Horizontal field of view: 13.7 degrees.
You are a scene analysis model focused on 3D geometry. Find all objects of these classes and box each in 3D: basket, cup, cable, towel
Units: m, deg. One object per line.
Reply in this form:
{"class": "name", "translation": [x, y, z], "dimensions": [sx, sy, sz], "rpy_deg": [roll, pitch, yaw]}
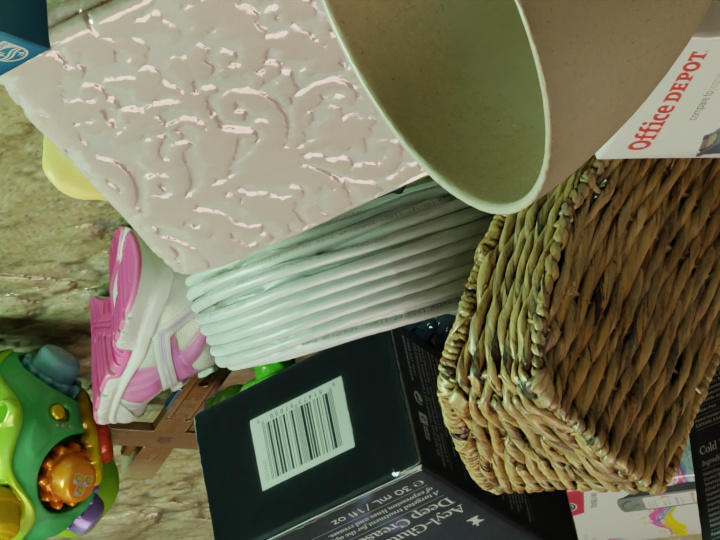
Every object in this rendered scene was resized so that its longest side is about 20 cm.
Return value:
{"class": "basket", "translation": [0.109, 0.010, 1.645], "dimensions": [0.143, 0.200, 0.149], "rpy_deg": [38, 156, -30]}
{"class": "cup", "translation": [0.082, -0.145, 1.354], "dimensions": [0.143, 0.201, 0.200], "rpy_deg": [-27, 165, -21]}
{"class": "cable", "translation": [0.000, 0.000, 1.717], "dimensions": [0.199, 0.069, 0.200], "rpy_deg": [-20, -177, -17]}
{"class": "towel", "translation": [-0.062, -0.090, 1.526], "dimensions": [0.191, 0.032, 0.200], "rpy_deg": [-23, 136, 17]}

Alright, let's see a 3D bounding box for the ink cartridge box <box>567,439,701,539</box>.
{"class": "ink cartridge box", "translation": [0.208, 0.136, 2.162], "dimensions": [0.199, 0.086, 0.148], "rpy_deg": [-6, 158, 3]}

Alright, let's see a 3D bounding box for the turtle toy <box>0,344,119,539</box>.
{"class": "turtle toy", "translation": [-0.209, 0.120, 1.943], "dimensions": [0.101, 0.146, 0.200], "rpy_deg": [-9, 159, -4]}

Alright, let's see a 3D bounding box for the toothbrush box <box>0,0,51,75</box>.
{"class": "toothbrush box", "translation": [-0.231, -0.167, 1.240], "dimensions": [0.085, 0.147, 0.200], "rpy_deg": [-23, 153, 35]}

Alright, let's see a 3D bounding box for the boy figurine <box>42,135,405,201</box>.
{"class": "boy figurine", "translation": [-0.073, -0.067, 1.630], "dimensions": [0.199, 0.065, 0.124], "rpy_deg": [-3, 158, -6]}

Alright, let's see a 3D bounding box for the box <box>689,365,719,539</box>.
{"class": "box", "translation": [0.318, 0.116, 2.015], "dimensions": [0.104, 0.183, 0.200], "rpy_deg": [-25, 151, 38]}

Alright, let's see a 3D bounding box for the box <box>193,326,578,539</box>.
{"class": "box", "translation": [0.018, 0.136, 1.841], "dimensions": [0.148, 0.107, 0.200], "rpy_deg": [-28, 145, 23]}

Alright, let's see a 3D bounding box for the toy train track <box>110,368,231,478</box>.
{"class": "toy train track", "translation": [-0.119, 0.080, 2.018], "dimensions": [0.114, 0.033, 0.200], "rpy_deg": [5, 148, -24]}

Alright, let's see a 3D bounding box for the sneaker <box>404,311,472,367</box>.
{"class": "sneaker", "translation": [0.050, 0.029, 1.862], "dimensions": [0.199, 0.085, 0.075], "rpy_deg": [-8, 158, 5]}

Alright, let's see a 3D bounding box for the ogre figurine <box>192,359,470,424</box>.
{"class": "ogre figurine", "translation": [-0.021, 0.087, 1.943], "dimensions": [0.120, 0.099, 0.200], "rpy_deg": [0, -172, -37]}

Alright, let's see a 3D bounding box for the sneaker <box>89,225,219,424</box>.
{"class": "sneaker", "translation": [-0.118, 0.040, 1.852], "dimensions": [0.088, 0.082, 0.200], "rpy_deg": [1, 157, -14]}

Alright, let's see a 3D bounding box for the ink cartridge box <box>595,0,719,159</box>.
{"class": "ink cartridge box", "translation": [0.224, -0.123, 1.542], "dimensions": [0.199, 0.085, 0.145], "rpy_deg": [-1, 156, -12]}
